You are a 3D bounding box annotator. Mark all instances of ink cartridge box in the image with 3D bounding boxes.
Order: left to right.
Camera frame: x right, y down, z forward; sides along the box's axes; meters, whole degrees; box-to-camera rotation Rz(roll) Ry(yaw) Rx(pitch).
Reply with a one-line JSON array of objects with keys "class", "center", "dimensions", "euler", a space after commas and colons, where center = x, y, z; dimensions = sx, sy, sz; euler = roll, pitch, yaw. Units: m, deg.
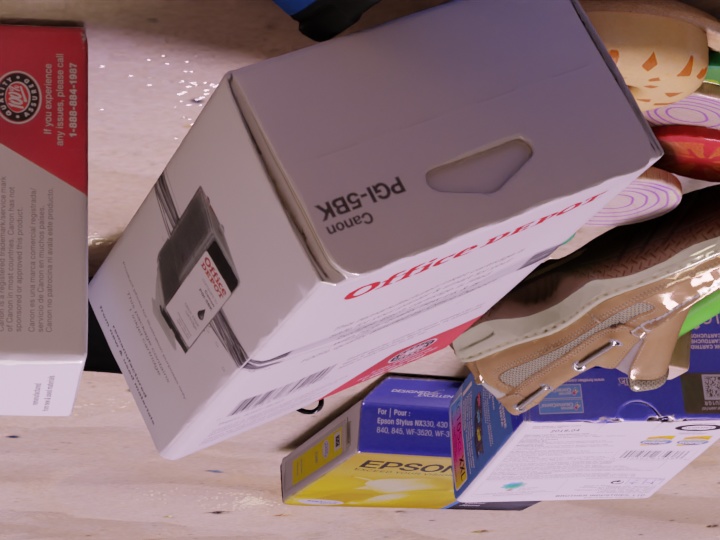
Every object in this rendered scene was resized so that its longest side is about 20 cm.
[{"class": "ink cartridge box", "center": [-0.211, -0.021, 0.831], "dimensions": [0.199, 0.146, 0.083], "euler": [2, 161, -11]}, {"class": "ink cartridge box", "center": [-0.003, -0.017, 0.776], "dimensions": [0.147, 0.083, 0.200], "euler": [-20, 167, -28]}, {"class": "ink cartridge box", "center": [0.070, 0.126, 1.440], "dimensions": [0.197, 0.047, 0.200], "euler": [5, 161, -21]}, {"class": "ink cartridge box", "center": [0.143, 0.079, 1.259], "dimensions": [0.136, 0.077, 0.200], "euler": [0, 160, -12]}]

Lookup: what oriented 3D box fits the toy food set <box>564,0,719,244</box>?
[{"class": "toy food set", "center": [0.086, -0.063, 0.894], "dimensions": [0.200, 0.049, 0.198], "euler": [-19, 155, 37]}]

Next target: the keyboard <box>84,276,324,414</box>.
[{"class": "keyboard", "center": [-0.089, 0.028, 1.097], "dimensions": [0.200, 0.040, 0.104], "euler": [3, 140, 37]}]

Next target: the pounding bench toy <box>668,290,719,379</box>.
[{"class": "pounding bench toy", "center": [0.223, 0.009, 1.003], "dimensions": [0.199, 0.125, 0.156], "euler": [-6, 160, 9]}]

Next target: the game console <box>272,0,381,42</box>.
[{"class": "game console", "center": [0.040, -0.164, 0.648], "dimensions": [0.171, 0.118, 0.200], "euler": [41, 143, -18]}]

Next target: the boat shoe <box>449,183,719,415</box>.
[{"class": "boat shoe", "center": [0.130, 0.021, 1.003], "dimensions": [0.072, 0.076, 0.200], "euler": [-37, -173, -41]}]
